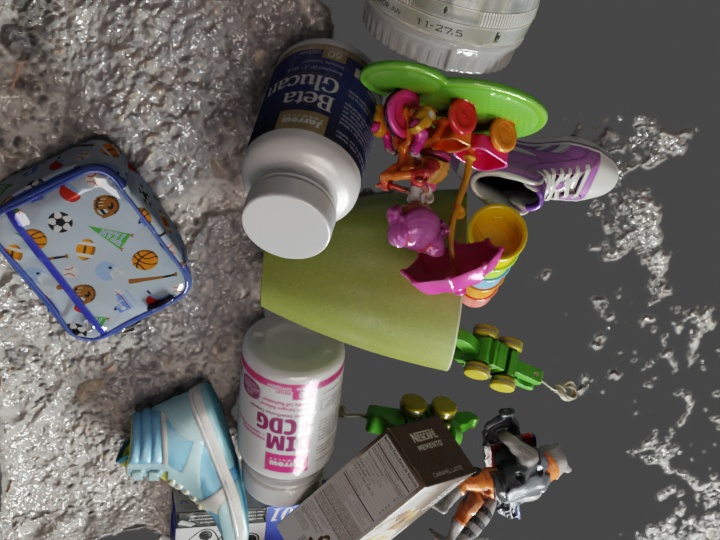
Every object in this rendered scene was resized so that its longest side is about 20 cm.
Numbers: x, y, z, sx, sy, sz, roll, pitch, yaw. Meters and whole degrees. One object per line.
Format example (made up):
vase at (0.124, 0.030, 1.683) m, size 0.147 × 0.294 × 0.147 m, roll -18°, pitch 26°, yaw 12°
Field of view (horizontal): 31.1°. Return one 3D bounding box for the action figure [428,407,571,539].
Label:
action figure at (0.176, 0.280, 1.599) m, size 0.193 × 0.105 × 0.201 m, roll -29°, pitch 132°, yaw -11°

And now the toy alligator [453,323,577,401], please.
toy alligator at (0.168, 0.114, 1.521) m, size 0.199 × 0.060 × 0.054 m, roll 28°, pitch 156°, yaw -31°

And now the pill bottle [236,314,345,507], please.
pill bottle at (-0.081, 0.159, 1.445) m, size 0.112 × 0.114 × 0.201 m, roll -3°, pitch 125°, yaw -13°

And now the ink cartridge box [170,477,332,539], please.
ink cartridge box at (-0.130, 0.306, 1.579) m, size 0.198 × 0.044 × 0.095 m, roll -1°, pitch 126°, yaw -14°

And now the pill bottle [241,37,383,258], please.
pill bottle at (-0.047, -0.111, 1.195) m, size 0.110 × 0.201 × 0.111 m, roll 8°, pitch 139°, yaw 7°

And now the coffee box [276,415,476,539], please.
coffee box at (0.017, 0.257, 1.461) m, size 0.200 × 0.080 × 0.114 m, roll -44°, pitch 159°, yaw 27°

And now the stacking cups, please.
stacking cups at (0.136, -0.008, 1.363) m, size 0.060 × 0.061 × 0.200 m, roll -15°, pitch 163°, yaw -4°

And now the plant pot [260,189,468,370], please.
plant pot at (0.000, 0.000, 1.333) m, size 0.198 × 0.188 × 0.188 m, roll 6°, pitch 124°, yaw -1°

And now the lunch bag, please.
lunch bag at (-0.269, -0.022, 1.295) m, size 0.159 × 0.076 × 0.201 m, roll -25°, pitch 126°, yaw 6°

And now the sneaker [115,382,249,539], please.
sneaker at (-0.204, 0.233, 1.478) m, size 0.130 × 0.080 × 0.201 m, roll -15°, pitch 107°, yaw -2°

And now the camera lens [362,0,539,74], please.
camera lens at (0.095, -0.296, 1.142) m, size 0.159 × 0.160 × 0.201 m, roll 5°, pitch 123°, yaw -18°

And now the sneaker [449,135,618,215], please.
sneaker at (0.191, -0.088, 1.344) m, size 0.199 × 0.115 × 0.073 m, roll 5°, pitch 122°, yaw -19°

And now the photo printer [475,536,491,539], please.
photo printer at (0.092, 0.443, 1.658) m, size 0.199 × 0.069 × 0.167 m, roll -19°, pitch 139°, yaw -51°

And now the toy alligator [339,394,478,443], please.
toy alligator at (0.051, 0.184, 1.525) m, size 0.199 × 0.054 × 0.060 m, roll 6°, pitch 122°, yaw -19°

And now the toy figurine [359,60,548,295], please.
toy figurine at (0.072, -0.072, 1.187) m, size 0.199 × 0.185 × 0.150 m, roll 19°, pitch 163°, yaw -39°
